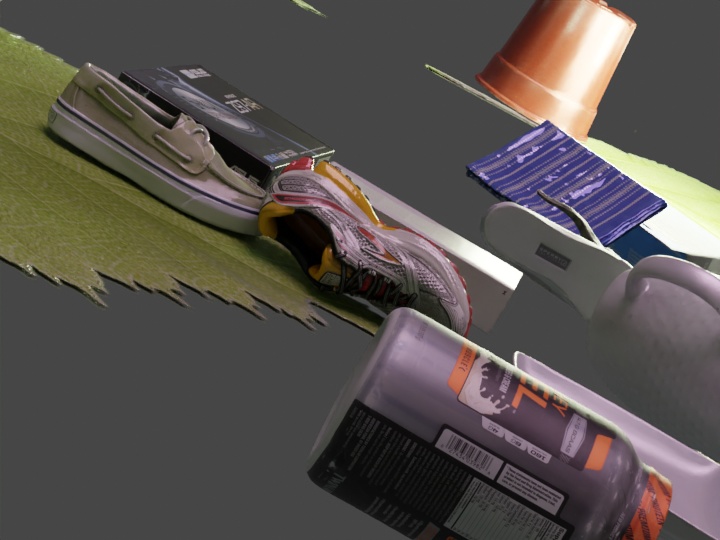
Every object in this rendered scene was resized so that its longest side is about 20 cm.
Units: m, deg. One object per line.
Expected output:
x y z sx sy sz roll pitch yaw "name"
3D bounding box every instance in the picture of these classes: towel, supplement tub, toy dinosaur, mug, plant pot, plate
0.237 -0.097 2.339 0.145 0.024 0.200 -31 53 -30 "towel"
0.078 0.119 1.225 0.200 0.123 0.123 30 14 -3 "supplement tub"
0.253 -0.001 2.109 0.200 0.047 0.088 54 -3 29 "toy dinosaur"
0.286 0.058 1.747 0.175 0.148 0.200 27 -24 30 "mug"
0.308 -0.329 3.100 0.200 0.196 0.201 28 14 -7 "plant pot"
0.194 0.144 1.560 0.199 0.032 0.200 29 14 0 "plate"

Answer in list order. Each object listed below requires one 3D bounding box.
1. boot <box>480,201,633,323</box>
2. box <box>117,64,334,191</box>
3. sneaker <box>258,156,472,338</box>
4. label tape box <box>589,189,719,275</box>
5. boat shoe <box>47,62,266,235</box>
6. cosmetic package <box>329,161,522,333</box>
0.213 -0.007 2.045 0.200 0.074 0.096 36 10 4 "boot"
-0.124 -0.123 1.821 0.160 0.044 0.200 33 14 9 "box"
0.000 0.000 1.621 0.200 0.078 0.082 37 43 5 "sneaker"
0.349 -0.030 2.411 0.144 0.063 0.200 39 19 32 "label tape box"
-0.152 -0.095 1.625 0.200 0.062 0.072 28 14 -13 "boat shoe"
0.042 -0.021 1.785 0.200 0.051 0.083 31 12 4 "cosmetic package"
